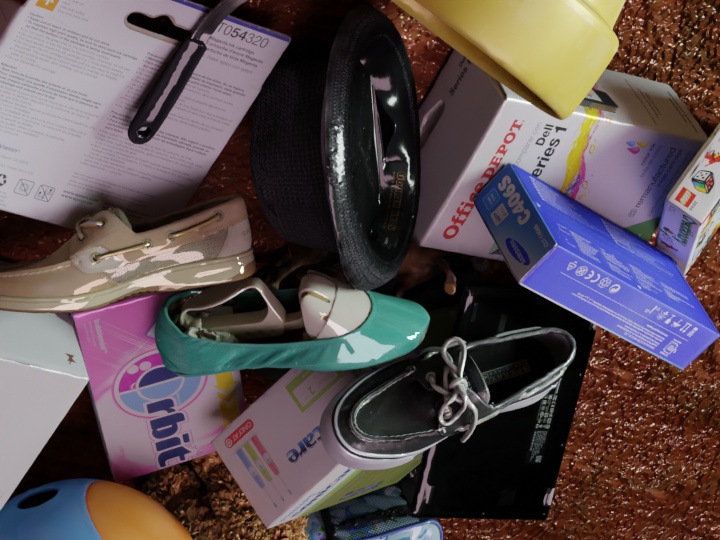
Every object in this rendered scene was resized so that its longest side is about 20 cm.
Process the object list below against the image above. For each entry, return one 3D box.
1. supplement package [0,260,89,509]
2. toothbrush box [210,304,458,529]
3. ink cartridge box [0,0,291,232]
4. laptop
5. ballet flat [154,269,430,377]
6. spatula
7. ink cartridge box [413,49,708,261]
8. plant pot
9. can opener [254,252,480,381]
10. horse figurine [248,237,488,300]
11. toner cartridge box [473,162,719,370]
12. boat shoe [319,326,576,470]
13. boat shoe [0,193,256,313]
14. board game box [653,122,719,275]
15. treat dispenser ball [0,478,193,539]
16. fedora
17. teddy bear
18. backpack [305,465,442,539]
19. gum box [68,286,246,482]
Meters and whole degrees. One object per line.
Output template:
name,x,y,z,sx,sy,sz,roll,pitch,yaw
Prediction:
supplement package,-0.304,0.098,1.550,0.117,0.117,0.200,17,122,-35
toothbrush box,0.004,0.110,1.657,0.146,0.086,0.200,-43,165,28
ink cartridge box,-0.178,-0.118,1.466,0.196,0.043,0.200,17,118,-36
laptop,0.116,0.088,1.675,0.200,0.116,0.188,5,105,-31
ballet flat,-0.053,0.035,1.517,0.199,0.067,0.071,-6,136,8
spatula,-0.099,-0.162,1.423,0.056,0.021,0.200,22,118,-33
ink cartridge box,0.140,-0.081,1.618,0.200,0.084,0.145,10,125,-32
plant pot,0.110,-0.232,1.404,0.201,0.201,0.189,33,96,-42
can opener,0.005,0.035,1.680,0.200,0.067,0.053,-27,137,-8
horse figurine,0.000,0.000,1.612,0.199,0.133,0.050,-5,116,6
toner cartridge box,0.177,-0.001,1.581,0.200,0.095,0.043,27,115,-40
boat shoe,0.066,0.086,1.518,0.199,0.074,0.068,-12,164,-25
boat shoe,-0.175,-0.014,1.493,0.199,0.072,0.065,-9,102,-9
board game box,0.276,-0.073,1.625,0.126,0.035,0.200,-54,170,-6
treat dispenser ball,-0.213,0.260,1.629,0.200,0.201,0.201,-13,134,-14
fedora,-0.024,-0.086,1.510,0.091,0.201,0.201,0,140,20
teddy bear,-0.100,0.225,1.719,0.145,0.201,0.067,-17,165,4
backpack,-0.027,0.276,1.823,0.199,0.147,0.183,-11,131,-11
gum box,-0.155,0.068,1.628,0.113,0.066,0.200,-16,135,-9
